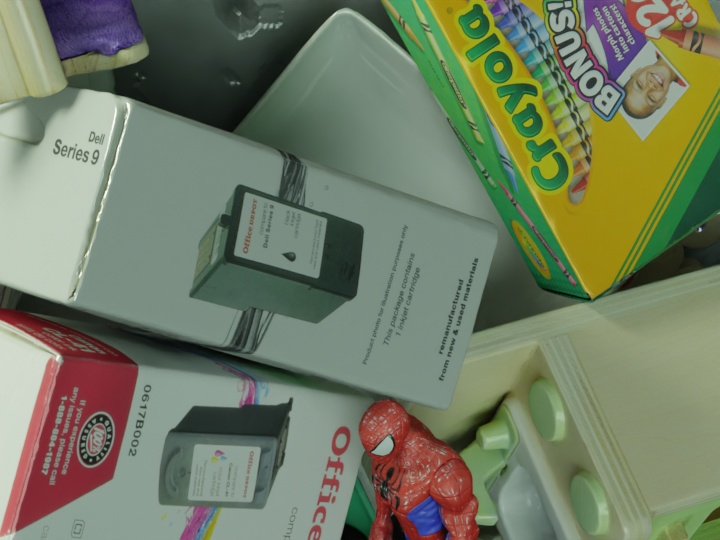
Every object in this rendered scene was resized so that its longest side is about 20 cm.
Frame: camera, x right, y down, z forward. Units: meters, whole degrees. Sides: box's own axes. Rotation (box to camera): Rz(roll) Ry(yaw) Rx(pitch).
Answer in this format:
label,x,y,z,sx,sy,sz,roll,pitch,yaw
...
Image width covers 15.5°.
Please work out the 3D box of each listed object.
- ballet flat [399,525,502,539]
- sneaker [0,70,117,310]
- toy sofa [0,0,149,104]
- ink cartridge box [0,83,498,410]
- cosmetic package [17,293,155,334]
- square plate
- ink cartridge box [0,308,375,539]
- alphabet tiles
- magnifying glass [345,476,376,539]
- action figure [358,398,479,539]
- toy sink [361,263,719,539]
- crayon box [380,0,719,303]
label,x,y,z,sx,sy,sz,roll,pitch,yaw
ballet flat,0.120,0.116,1.321,0.199,0.072,0.072,-15,117,-6
sneaker,-0.161,-0.024,1.150,0.074,0.087,0.201,21,83,4
toy sofa,-0.145,-0.141,1.063,0.097,0.200,0.083,-16,117,2
ink cartridge box,-0.068,-0.014,1.089,0.199,0.146,0.085,18,88,-38
cosmetic package,-0.117,0.101,1.251,0.082,0.051,0.201,-11,121,6
square plate,0.000,0.000,1.246,0.198,0.028,0.200,37,109,-22
ink cartridge box,-0.101,0.103,1.142,0.199,0.085,0.148,10,96,-47
alphabet tiles,0.086,-0.019,1.272,0.195,0.015,0.200,-38,117,13
magnifying glass,-0.020,0.097,1.262,0.079,0.022,0.201,-7,116,-22
action figure,0.034,0.124,1.173,0.052,0.065,0.201,-34,136,-15
toy sink,0.120,0.087,1.217,0.199,0.112,0.131,-14,155,-22
crayon box,0.091,-0.102,1.177,0.119,0.058,0.201,-34,106,-14
